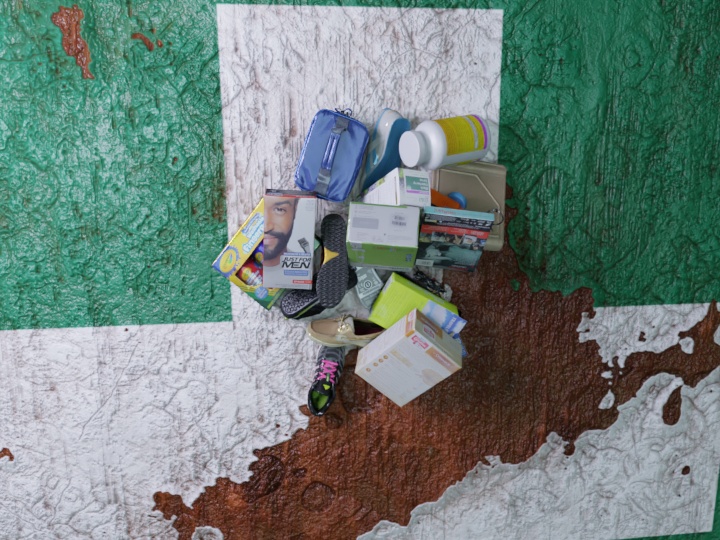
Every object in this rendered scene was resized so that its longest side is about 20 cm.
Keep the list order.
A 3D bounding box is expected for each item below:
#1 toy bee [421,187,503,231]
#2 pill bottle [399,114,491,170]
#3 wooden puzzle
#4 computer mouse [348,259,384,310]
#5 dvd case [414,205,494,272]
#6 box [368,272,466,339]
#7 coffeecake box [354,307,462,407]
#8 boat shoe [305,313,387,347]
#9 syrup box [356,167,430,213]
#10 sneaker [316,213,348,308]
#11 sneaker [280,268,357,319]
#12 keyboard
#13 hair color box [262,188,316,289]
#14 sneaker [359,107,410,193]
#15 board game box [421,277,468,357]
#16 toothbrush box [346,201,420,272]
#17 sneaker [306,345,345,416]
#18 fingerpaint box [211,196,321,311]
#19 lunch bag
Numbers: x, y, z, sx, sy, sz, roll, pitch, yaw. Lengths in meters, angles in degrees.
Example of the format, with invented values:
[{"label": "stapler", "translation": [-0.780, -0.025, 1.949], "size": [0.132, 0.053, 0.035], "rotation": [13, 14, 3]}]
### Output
[{"label": "toy bee", "translation": [0.200, -0.106, 1.259], "size": [0.130, 0.200, 0.110], "rotation": [-33, 148, -20]}, {"label": "pill bottle", "translation": [0.183, -0.278, 1.256], "size": [0.197, 0.103, 0.107], "rotation": [-16, 104, -30]}, {"label": "wooden puzzle", "translation": [0.247, -0.156, 1.337], "size": [0.180, 0.037, 0.205], "rotation": [8, 81, -8]}, {"label": "computer mouse", "translation": [0.000, 0.000, 1.355], "size": [0.108, 0.044, 0.203], "rotation": [-24, 100, 2]}, {"label": "dvd case", "translation": [0.191, -0.062, 1.217], "size": [0.142, 0.202, 0.022], "rotation": [6, 58, 3]}, {"label": "box", "translation": [0.130, 0.104, 1.322], "size": [0.197, 0.048, 0.123], "rotation": [28, 116, -10]}, {"label": "coffeecake box", "translation": [0.109, 0.202, 1.310], "size": [0.153, 0.074, 0.199], "rotation": [39, 123, -18]}, {"label": "boat shoe", "translation": [-0.029, 0.135, 1.353], "size": [0.195, 0.075, 0.067], "rotation": [5, 133, -16]}, {"label": "syrup box", "translation": [0.067, -0.148, 1.240], "size": [0.077, 0.199, 0.084], "rotation": [2, 78, -25]}, {"label": "sneaker", "translation": [-0.057, -0.020, 1.266], "size": [0.068, 0.090, 0.206], "rotation": [2, 90, 2]}, {"label": "sneaker", "translation": [-0.095, 0.055, 1.333], "size": [0.196, 0.083, 0.073], "rotation": [-24, 65, 6]}, {"label": "keyboard", "translation": [0.152, 0.059, 1.348], "size": [0.198, 0.040, 0.105], "rotation": [33, 117, -12]}, {"label": "hair color box", "translation": [-0.151, -0.065, 1.221], "size": [0.108, 0.064, 0.205], "rotation": [2, 111, -6]}, {"label": "sneaker", "translation": [0.046, -0.262, 1.295], "size": [0.075, 0.081, 0.203], "rotation": [4, 123, -36]}, {"label": "board game box", "translation": [0.155, 0.144, 1.397], "size": [0.149, 0.046, 0.203], "rotation": [-25, 102, -1]}, {"label": "toothbrush box", "translation": [0.047, -0.066, 1.209], "size": [0.142, 0.200, 0.088], "rotation": [5, 75, 3]}, {"label": "sneaker", "translation": [-0.081, 0.259, 1.371], "size": [0.072, 0.088, 0.204], "rotation": [16, 98, -9]}, {"label": "fingerpaint box", "translation": [-0.211, -0.042, 1.306], "size": [0.166, 0.073, 0.201], "rotation": [39, 94, -12]}, {"label": "lunch bag", "translation": [-0.061, -0.254, 1.253], "size": [0.133, 0.132, 0.204], "rotation": [17, 99, -9]}]
